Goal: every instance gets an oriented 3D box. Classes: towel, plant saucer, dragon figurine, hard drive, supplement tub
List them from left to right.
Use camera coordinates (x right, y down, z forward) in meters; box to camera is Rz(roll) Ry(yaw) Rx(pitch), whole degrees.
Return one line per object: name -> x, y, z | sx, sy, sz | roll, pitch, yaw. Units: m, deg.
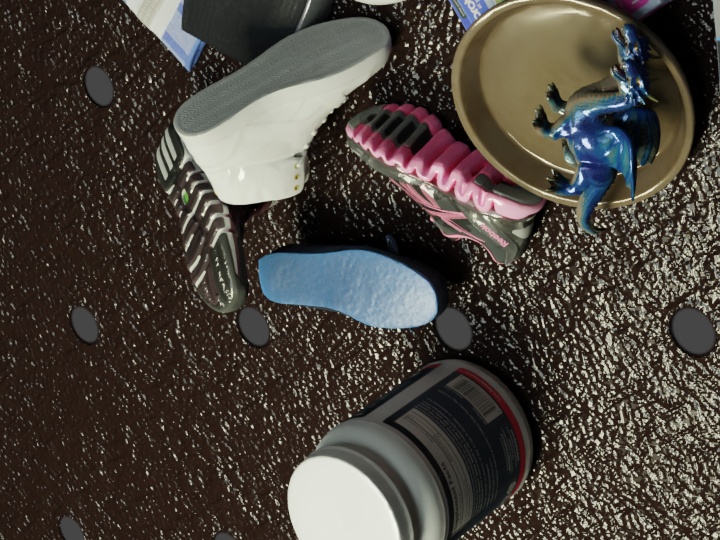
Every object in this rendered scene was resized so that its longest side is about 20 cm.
towel -> -0.196, -0.298, 1.857 | 0.200, 0.024, 0.147 | 47, 134, 12
hard drive -> -0.083, -0.265, 1.746 | 0.134, 0.042, 0.201 | 30, 128, 9
supplement tub -> 0.045, 0.175, 1.756 | 0.139, 0.199, 0.142 | 19, 123, 33
plant saucer -> 0.167, -0.135, 1.579 | 0.198, 0.030, 0.201 | 15, 134, 17
dragon figurine -> 0.192, -0.092, 1.540 | 0.099, 0.059, 0.201 | 4, 129, 27

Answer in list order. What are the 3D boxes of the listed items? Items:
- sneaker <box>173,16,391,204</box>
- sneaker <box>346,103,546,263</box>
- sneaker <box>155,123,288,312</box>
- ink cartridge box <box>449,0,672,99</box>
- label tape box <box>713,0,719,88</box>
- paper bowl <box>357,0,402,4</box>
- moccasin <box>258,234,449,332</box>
sneaker -> -0.052, -0.133, 1.750 | 0.116, 0.199, 0.074 | 63, -179, -45
sneaker -> 0.067, -0.069, 1.715 | 0.199, 0.079, 0.096 | 30, 139, 28
sneaker -> -0.104, -0.051, 1.824 | 0.076, 0.115, 0.201 | -55, 45, 43
ink cartridge box -> 0.145, -0.218, 1.590 | 0.200, 0.042, 0.120 | -32, 88, 47
label tape box -> 0.346, -0.188, 1.412 | 0.199, 0.063, 0.146 | 8, 117, 39
paper bowl -> 0.032, -0.316, 1.586 | 0.199, 0.104, 0.203 | 18, 117, 38
moccasin -> 0.000, 0.000, 1.805 | 0.199, 0.068, 0.081 | 14, 112, 34
